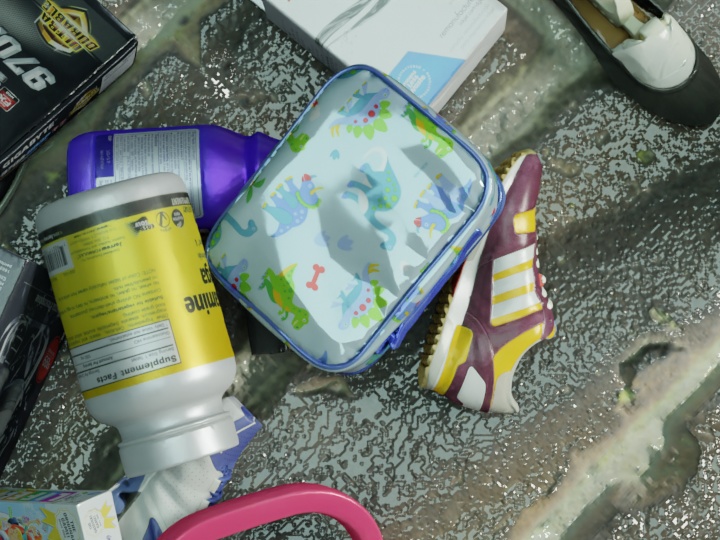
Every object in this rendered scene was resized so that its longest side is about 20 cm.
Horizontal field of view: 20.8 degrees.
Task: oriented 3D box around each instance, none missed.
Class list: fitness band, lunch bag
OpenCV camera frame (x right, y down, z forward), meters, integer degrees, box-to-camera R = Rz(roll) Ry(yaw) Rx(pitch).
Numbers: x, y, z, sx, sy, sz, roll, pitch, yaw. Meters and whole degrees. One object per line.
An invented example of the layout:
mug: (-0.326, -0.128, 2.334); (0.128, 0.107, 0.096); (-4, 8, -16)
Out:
fitness band: (-0.072, 0.236, 1.452); (0.199, 0.037, 0.145); (-15, 100, -23)
lunch bag: (-0.002, -0.033, 1.428); (0.161, 0.082, 0.200); (40, 95, 12)

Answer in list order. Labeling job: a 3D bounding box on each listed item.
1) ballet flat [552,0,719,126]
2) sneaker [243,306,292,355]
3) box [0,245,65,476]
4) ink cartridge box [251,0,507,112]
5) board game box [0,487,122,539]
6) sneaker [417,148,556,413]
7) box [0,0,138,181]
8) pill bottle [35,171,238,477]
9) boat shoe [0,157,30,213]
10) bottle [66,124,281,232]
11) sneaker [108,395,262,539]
ballet flat: (0.204, -0.189, 1.519); (0.200, 0.068, 0.068); (44, 86, 7)
sneaker: (0.000, 0.000, 1.507); (0.199, 0.075, 0.107); (-13, 87, 10)
box: (-0.302, 0.066, 1.441); (0.104, 0.200, 0.183); (24, 85, 6)
ink cartridge box: (0.002, -0.214, 1.531); (0.200, 0.067, 0.116); (39, 86, 6)
board game box: (-0.214, 0.260, 1.432); (0.134, 0.034, 0.201); (-5, 99, 44)
sneaker: (0.114, 0.010, 1.501); (0.090, 0.075, 0.201); (21, 89, -5)
box: (-0.297, -0.187, 1.528); (0.200, 0.046, 0.159); (43, 66, 7)
pill bottle: (-0.153, 0.040, 1.400); (0.112, 0.112, 0.201); (-16, 89, 0)
boat shoe: (-0.329, -0.053, 1.525); (0.072, 0.068, 0.200); (41, 82, 8)
bottle: (-0.126, -0.071, 1.519); (0.198, 0.065, 0.084); (-4, 83, 2)
sneaker: (-0.137, 0.193, 1.485); (0.199, 0.081, 0.115); (-42, 86, 4)
